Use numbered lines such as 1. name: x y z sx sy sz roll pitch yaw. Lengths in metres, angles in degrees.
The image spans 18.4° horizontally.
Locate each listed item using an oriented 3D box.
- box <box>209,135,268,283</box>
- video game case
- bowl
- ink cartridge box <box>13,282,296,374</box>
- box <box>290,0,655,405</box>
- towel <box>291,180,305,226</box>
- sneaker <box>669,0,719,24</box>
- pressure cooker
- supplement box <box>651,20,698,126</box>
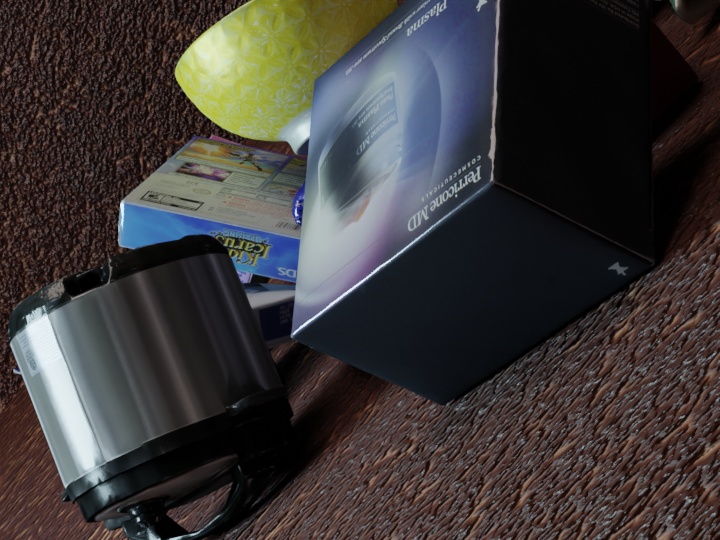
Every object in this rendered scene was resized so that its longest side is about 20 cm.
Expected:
1. box: -0.137 -0.001 2.032 0.200 0.096 0.176 -68 -3 -66
2. video game case: -0.079 -0.049 1.867 0.181 0.199 0.046 -53 -28 -63
3. bowl: -0.043 -0.161 1.845 0.200 0.108 0.200 -26 -10 -5
4. ink cartridge box: -0.153 0.048 1.805 0.199 0.041 0.200 -16 9 -40
5. box: 0.065 -0.062 1.294 0.200 0.123 0.199 -38 38 43
6. towel: 0.033 -0.086 1.844 0.147 0.050 0.200 -13 17 18
7. sneaker: 0.283 -0.239 1.507 0.200 0.070 0.094 -37 30 36
8. pressure cooker: -0.143 0.095 1.575 0.178 0.201 0.176 -22 -9 -6
9. supplement box: 0.119 -0.149 1.496 0.110 0.086 0.200 -46 37 0
